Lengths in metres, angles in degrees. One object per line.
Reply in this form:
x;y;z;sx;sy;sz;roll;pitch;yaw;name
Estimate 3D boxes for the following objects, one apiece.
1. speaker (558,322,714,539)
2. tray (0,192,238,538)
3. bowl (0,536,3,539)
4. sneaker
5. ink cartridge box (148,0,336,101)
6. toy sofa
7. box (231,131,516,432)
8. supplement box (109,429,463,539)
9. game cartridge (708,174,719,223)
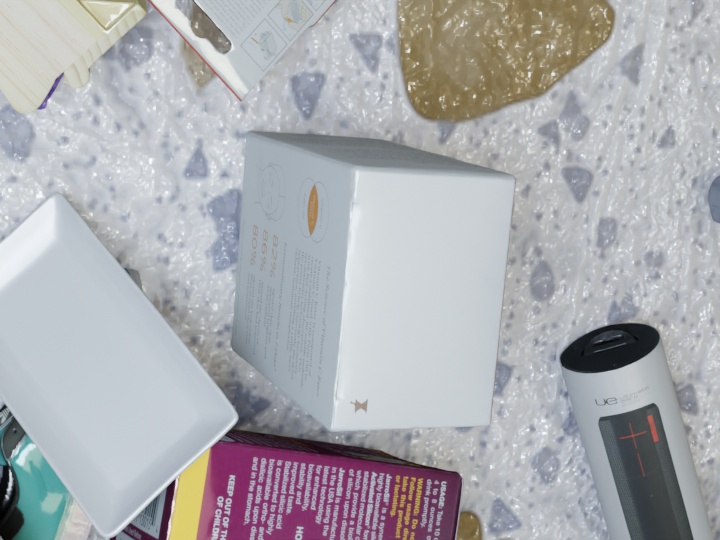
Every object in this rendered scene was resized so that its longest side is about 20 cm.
0.215;0.144;1.049;0.080;0.081;0.202;-24;109;-17;speaker
-0.166;0.055;0.827;0.107;0.200;0.022;-41;157;-3;tray
-0.270;0.188;0.800;0.105;0.200;0.202;-43;115;-31;bowl
-0.194;0.090;0.864;0.079;0.071;0.203;16;88;-20;sneaker
-0.053;-0.217;0.868;0.200;0.050;0.109;-50;115;-12;ink cartridge box
-0.222;-0.195;0.786;0.097;0.083;0.200;-41;114;6;toy sofa
0.000;0.000;0.859;0.105;0.200;0.155;1;101;-23;box
-0.051;0.164;0.900;0.197;0.131;0.105;11;85;-24;supplement box
0.373;-0.077;1.042;0.198;0.133;0.041;-23;109;-17;game cartridge
